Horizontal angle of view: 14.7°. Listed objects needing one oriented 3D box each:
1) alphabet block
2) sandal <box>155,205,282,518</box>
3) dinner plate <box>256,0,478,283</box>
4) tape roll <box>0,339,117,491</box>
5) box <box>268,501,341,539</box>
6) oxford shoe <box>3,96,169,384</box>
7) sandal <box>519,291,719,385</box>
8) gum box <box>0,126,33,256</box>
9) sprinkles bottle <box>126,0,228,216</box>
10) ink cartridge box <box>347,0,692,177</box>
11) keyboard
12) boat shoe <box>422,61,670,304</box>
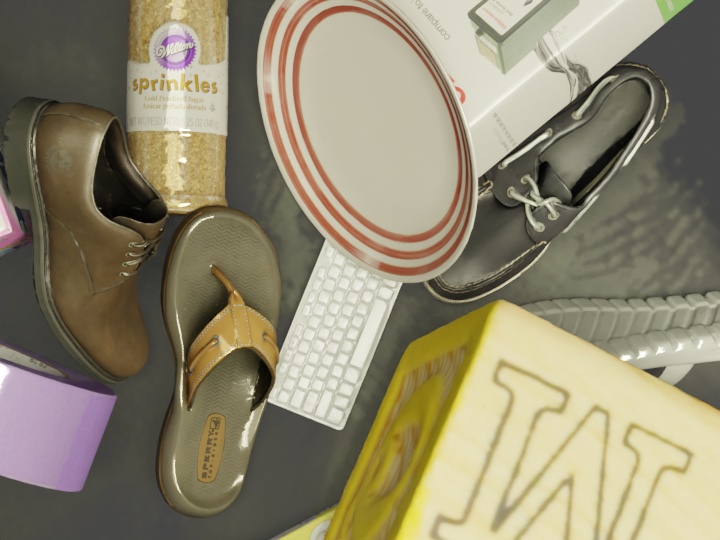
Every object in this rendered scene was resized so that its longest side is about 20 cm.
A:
[{"bbox_3d":[0.103,0.156,1.655,0.200,0.195,0.197,27,73,-10],"label":"alphabet block"},{"bbox_3d":[-0.087,0.061,1.747,0.082,0.055,0.201,6,96,-27],"label":"sandal"},{"bbox_3d":[0.008,-0.089,1.715,0.024,0.200,0.200,-27,87,-33],"label":"dinner plate"},{"bbox_3d":[-0.252,0.070,1.702,0.200,0.200,0.066,22,90,3],"label":"tape roll"},{"bbox_3d":[-0.019,0.216,1.765,0.200,0.048,0.118,-27,89,0],"label":"box"},{"bbox_3d":[-0.157,-0.012,1.725,0.084,0.073,0.200,3,127,23],"label":"oxford shoe"},{"bbox_3d":[0.174,0.053,1.752,0.202,0.083,0.050,-4,117,3],"label":"sandal"},{"bbox_3d":[-0.272,-0.103,1.750,0.066,0.114,0.200,-20,88,3],"label":"gum box"},{"bbox_3d":[-0.116,-0.135,1.768,0.068,0.068,0.201,1,89,3],"label":"sprinkles bottle"},{"bbox_3d":[0.097,-0.180,1.736,0.200,0.084,0.146,-40,71,1],"label":"ink cartridge box"},{"bbox_3d":[0.000,0.000,1.787,0.056,0.011,0.200,22,90,3],"label":"keyboard"},{"bbox_3d":[0.114,-0.058,1.757,0.200,0.063,0.073,-43,87,1],"label":"boat shoe"}]
